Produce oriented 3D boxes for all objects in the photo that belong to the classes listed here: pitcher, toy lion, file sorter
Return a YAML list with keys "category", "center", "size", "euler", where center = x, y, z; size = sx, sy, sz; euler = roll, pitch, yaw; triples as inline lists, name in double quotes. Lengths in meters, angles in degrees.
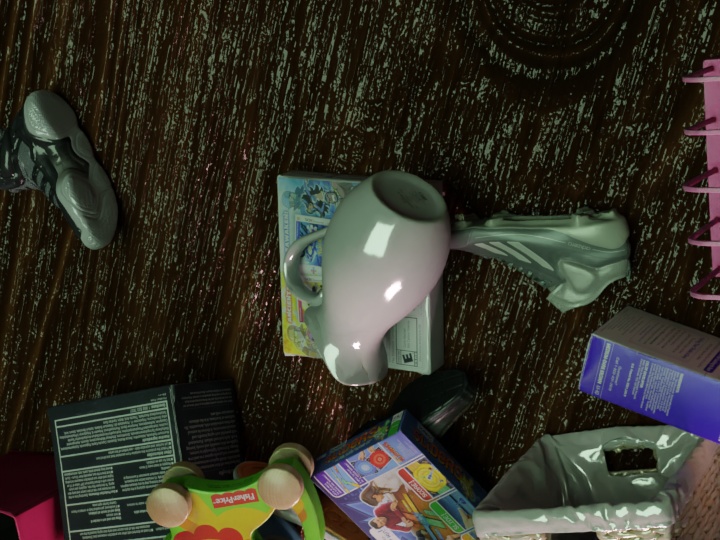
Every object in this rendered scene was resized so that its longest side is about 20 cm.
- category: "pitcher"
  center: [-0.003, -0.013, 1.376]
  size: [0.172, 0.121, 0.201]
  euler: [45, 131, 26]
- category: "toy lion"
  center: [-0.128, 0.293, 1.446]
  size: [0.198, 0.069, 0.194]
  euler: [-12, 106, 14]
- category: "file sorter"
  center: [0.356, -0.081, 1.191]
  size: [0.138, 0.125, 0.202]
  euler: [1, 103, 29]

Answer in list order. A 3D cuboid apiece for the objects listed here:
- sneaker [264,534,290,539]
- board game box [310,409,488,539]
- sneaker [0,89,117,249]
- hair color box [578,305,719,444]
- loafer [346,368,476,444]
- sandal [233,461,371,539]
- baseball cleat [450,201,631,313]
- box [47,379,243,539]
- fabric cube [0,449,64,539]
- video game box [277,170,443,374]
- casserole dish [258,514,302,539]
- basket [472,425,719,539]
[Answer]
- category: "sneaker"
  center: [-0.039, 0.356, 1.516]
  size: [0.198, 0.111, 0.077]
  euler: [23, 97, 10]
- category: "board game box"
  center: [0.060, 0.248, 1.447]
  size: [0.135, 0.035, 0.200]
  euler: [-31, 112, 32]
- category: "sneaker"
  center: [-0.365, -0.103, 1.627]
  size: [0.113, 0.075, 0.202]
  euler: [-30, 81, 32]
- category: "hair color box"
  center: [0.315, 0.104, 1.271]
  size: [0.198, 0.109, 0.066]
  euler: [19, 112, 25]
- category: "loafer"
  center: [0.061, 0.173, 1.466]
  size: [0.072, 0.073, 0.200]
  euler: [34, 129, -21]
- category: "sandal"
  center: [-0.042, 0.252, 1.536]
  size: [0.205, 0.079, 0.060]
  euler: [27, 113, 12]
- category: "baseball cleat"
  center: [0.167, -0.010, 1.350]
  size: [0.198, 0.070, 0.108]
  euler: [-1, 102, 31]
- category: "box"
  center: [-0.244, 0.241, 1.596]
  size: [0.198, 0.123, 0.201]
  euler: [-12, 83, 32]
- category: "fabric cube"
  center: [-0.412, 0.348, 1.693]
  size: [0.194, 0.199, 0.202]
  euler: [-2, 102, 30]
- category: "video game box"
  center: [0.000, 0.000, 1.460]
  size: [0.180, 0.047, 0.202]
  euler: [6, 105, 25]
- category: "casserole dish"
  center: [-0.143, 0.367, 1.640]
  size: [0.121, 0.039, 0.200]
  euler: [47, 119, 11]
- category: "basket"
  center: [0.240, 0.256, 1.301]
  size: [0.196, 0.200, 0.163]
  euler: [-9, 100, 31]
